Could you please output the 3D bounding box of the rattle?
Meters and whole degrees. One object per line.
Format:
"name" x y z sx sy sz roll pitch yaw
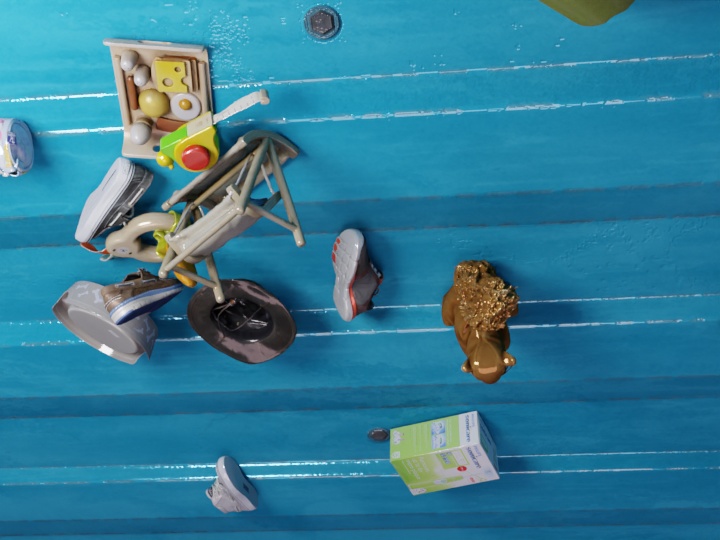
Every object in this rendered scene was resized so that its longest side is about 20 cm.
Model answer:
"rattle" -0.370 -0.009 1.574 0.198 0.144 0.130 -14 166 3

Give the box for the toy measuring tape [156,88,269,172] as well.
"toy measuring tape" -0.209 -0.196 1.376 0.199 0.074 0.074 -25 130 12

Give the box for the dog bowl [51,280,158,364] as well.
"dog bowl" -0.454 0.093 1.691 0.199 0.059 0.201 21 153 11

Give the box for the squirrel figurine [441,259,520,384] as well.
"squirrel figurine" 0.208 0.091 1.613 0.140 0.188 0.201 -3 135 6

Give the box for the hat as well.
"hat" -0.209 0.073 1.696 0.199 0.081 0.202 3 128 4

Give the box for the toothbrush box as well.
"toothbrush box" 0.178 0.390 1.994 0.198 0.087 0.146 -16 133 16

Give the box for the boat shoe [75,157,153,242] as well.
"boat shoe" -0.402 -0.102 1.530 0.071 0.073 0.200 22 137 -29

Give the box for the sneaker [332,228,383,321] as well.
"sneaker" 0.000 0.000 1.633 0.081 0.077 0.201 -15 141 -20

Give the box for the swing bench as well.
"swing bench" -0.199 -0.094 1.430 0.198 0.201 0.129 -34 136 31

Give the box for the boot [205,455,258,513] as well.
"boot" -0.310 0.496 2.132 0.095 0.074 0.201 -15 134 8

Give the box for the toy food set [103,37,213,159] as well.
"toy food set" -0.294 -0.249 1.383 0.142 0.061 0.201 4 136 0

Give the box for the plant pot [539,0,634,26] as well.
"plant pot" 0.251 -0.398 1.137 0.199 0.201 0.189 -33 138 31

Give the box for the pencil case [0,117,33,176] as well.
"pencil case" -0.607 -0.182 1.447 0.198 0.092 0.083 -3 175 8

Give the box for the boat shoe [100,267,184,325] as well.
"boat shoe" -0.372 0.032 1.613 0.072 0.200 0.073 -36 87 18
